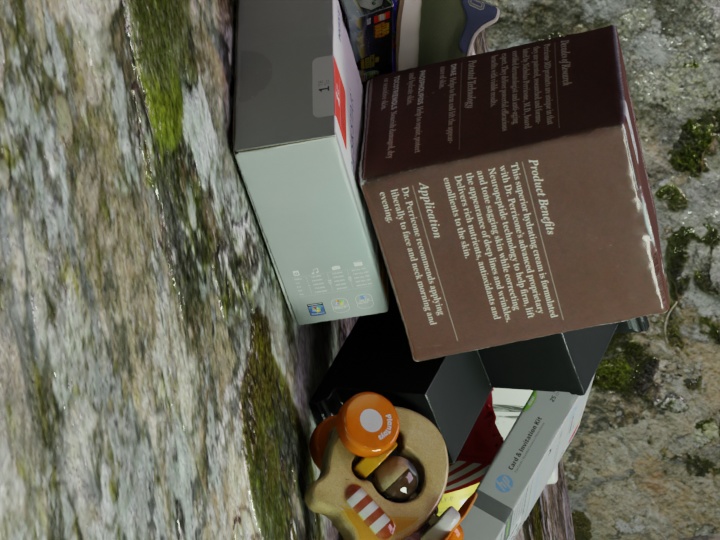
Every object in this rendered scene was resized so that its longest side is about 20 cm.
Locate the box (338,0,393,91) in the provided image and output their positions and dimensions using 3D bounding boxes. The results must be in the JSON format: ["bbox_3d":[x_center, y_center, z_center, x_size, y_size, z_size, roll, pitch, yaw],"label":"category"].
[{"bbox_3d":[-0.013,-0.221,1.670,0.200,0.040,0.138,90,-19,-73],"label":"box"}]

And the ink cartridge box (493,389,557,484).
[{"bbox_3d":[0.117,0.122,2.158,0.085,0.144,0.202,-80,160,-57],"label":"ink cartridge box"}]

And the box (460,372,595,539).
[{"bbox_3d":[0.127,0.178,1.756,0.201,0.041,0.156,-57,168,-17],"label":"box"}]

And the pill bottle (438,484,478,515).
[{"bbox_3d":[0.068,0.145,1.927,0.111,0.110,0.202,-61,143,-76],"label":"pill bottle"}]

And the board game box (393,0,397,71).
[{"bbox_3d":[0.042,-0.220,1.816,0.201,0.044,0.135,-92,172,-52],"label":"board game box"}]

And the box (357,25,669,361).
[{"bbox_3d":[0.115,-0.058,1.585,0.165,0.198,0.167,-85,161,-58],"label":"box"}]

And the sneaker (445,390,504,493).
[{"bbox_3d":[0.097,0.102,1.843,0.115,0.201,0.078,29,9,-30],"label":"sneaker"}]

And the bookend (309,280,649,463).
[{"bbox_3d":[0.096,0.071,1.662,0.199,0.198,0.093,-59,138,-40],"label":"bookend"}]

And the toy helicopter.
[{"bbox_3d":[0.017,0.197,1.557,0.079,0.131,0.202,137,-28,-61],"label":"toy helicopter"}]

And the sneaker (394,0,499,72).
[{"bbox_3d":[0.071,-0.132,1.706,0.067,0.089,0.202,-89,179,-60],"label":"sneaker"}]

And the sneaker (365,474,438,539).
[{"bbox_3d":[0.018,0.220,1.666,0.116,0.075,0.202,50,33,-68],"label":"sneaker"}]

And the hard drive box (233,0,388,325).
[{"bbox_3d":[-0.035,-0.084,1.571,0.201,0.076,0.157,71,13,-50],"label":"hard drive box"}]
